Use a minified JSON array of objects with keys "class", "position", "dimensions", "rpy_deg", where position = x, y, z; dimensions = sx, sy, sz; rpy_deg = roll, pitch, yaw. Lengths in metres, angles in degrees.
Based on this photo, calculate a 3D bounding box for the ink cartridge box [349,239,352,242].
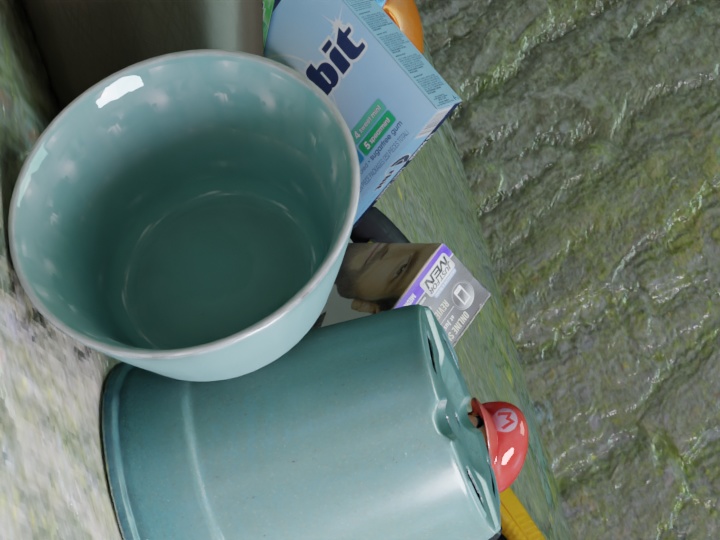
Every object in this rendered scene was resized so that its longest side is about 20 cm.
[{"class":"ink cartridge box","position":[-0.031,0.025,1.518],"dimensions":[0.200,0.067,0.117],"rpy_deg":[-70,139,-74]}]

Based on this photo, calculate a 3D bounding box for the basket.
[{"class":"basket","position":[-0.132,-0.142,1.045],"dimensions":[0.136,0.179,0.202],"rpy_deg":[-178,-103,-76]}]

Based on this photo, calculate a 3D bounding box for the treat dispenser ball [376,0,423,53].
[{"class":"treat dispenser ball","position":[-0.038,-0.222,1.568],"dimensions":[0.201,0.200,0.202],"rpy_deg":[-19,90,-80]}]

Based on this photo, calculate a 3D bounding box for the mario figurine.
[{"class":"mario figurine","position":[0.035,0.148,1.259],"dimensions":[0.106,0.199,0.124],"rpy_deg":[-68,137,-76]}]

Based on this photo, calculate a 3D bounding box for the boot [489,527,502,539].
[{"class":"boot","position":[0.058,0.161,1.371],"dimensions":[0.201,0.164,0.066],"rpy_deg":[55,29,-11]}]

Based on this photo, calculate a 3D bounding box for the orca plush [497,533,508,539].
[{"class":"orca plush","position":[0.113,0.324,1.395],"dimensions":[0.071,0.104,0.202],"rpy_deg":[54,44,-71]}]

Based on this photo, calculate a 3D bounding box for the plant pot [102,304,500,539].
[{"class":"plant pot","position":[-0.027,0.120,0.985],"dimensions":[0.200,0.195,0.202],"rpy_deg":[-19,90,-81]}]

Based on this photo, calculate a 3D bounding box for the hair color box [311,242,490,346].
[{"class":"hair color box","position":[-0.001,0.037,1.232],"dimensions":[0.065,0.110,0.200],"rpy_deg":[46,-21,-24]}]

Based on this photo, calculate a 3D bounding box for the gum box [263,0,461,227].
[{"class":"gum box","position":[-0.032,-0.160,1.393],"dimensions":[0.200,0.170,0.044],"rpy_deg":[51,37,12]}]

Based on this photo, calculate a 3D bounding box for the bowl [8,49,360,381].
[{"class":"bowl","position":[-0.092,-0.016,0.924],"dimensions":[0.105,0.199,0.202],"rpy_deg":[75,2,-59]}]

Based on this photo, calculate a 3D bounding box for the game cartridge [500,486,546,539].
[{"class":"game cartridge","position":[0.101,0.240,1.543],"dimensions":[0.200,0.032,0.177],"rpy_deg":[55,-28,30]}]

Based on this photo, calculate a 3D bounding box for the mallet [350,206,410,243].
[{"class":"mallet","position":[0.000,0.000,1.422],"dimensions":[0.066,0.041,0.200],"rpy_deg":[43,25,-2]}]
